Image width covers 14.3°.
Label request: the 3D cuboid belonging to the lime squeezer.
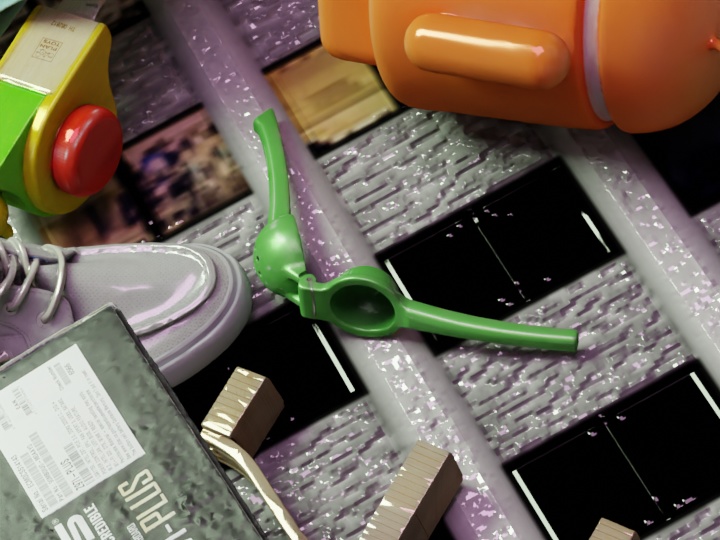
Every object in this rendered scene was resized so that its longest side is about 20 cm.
[{"bbox_3d":[0.000,0.000,1.234,0.071,0.038,0.200,-22,45,-39],"label":"lime squeezer"}]

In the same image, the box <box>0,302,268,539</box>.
[{"bbox_3d":[-0.063,0.140,1.070,0.086,0.164,0.200,-32,55,-6],"label":"box"}]

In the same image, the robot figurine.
[{"bbox_3d":[0.081,-0.121,1.235,0.199,0.144,0.117,9,82,22],"label":"robot figurine"}]

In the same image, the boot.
[{"bbox_3d":[-0.152,0.015,1.222,0.199,0.096,0.074,-16,54,5],"label":"boot"}]

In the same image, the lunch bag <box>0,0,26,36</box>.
[{"bbox_3d":[-0.177,-0.190,1.327,0.200,0.122,0.171,-30,24,41],"label":"lunch bag"}]

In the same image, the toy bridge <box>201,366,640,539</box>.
[{"bbox_3d":[0.018,0.103,1.155,0.200,0.027,0.067,22,68,28],"label":"toy bridge"}]

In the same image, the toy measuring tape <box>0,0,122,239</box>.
[{"bbox_3d":[-0.125,-0.090,1.302,0.073,0.074,0.200,18,65,26],"label":"toy measuring tape"}]
